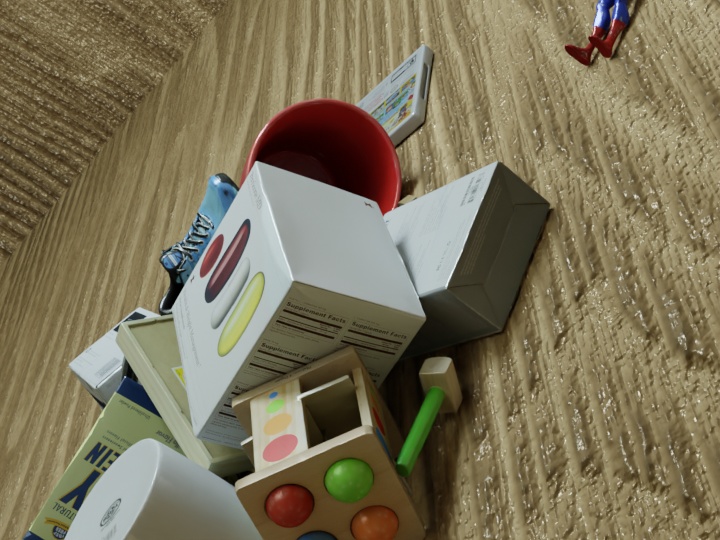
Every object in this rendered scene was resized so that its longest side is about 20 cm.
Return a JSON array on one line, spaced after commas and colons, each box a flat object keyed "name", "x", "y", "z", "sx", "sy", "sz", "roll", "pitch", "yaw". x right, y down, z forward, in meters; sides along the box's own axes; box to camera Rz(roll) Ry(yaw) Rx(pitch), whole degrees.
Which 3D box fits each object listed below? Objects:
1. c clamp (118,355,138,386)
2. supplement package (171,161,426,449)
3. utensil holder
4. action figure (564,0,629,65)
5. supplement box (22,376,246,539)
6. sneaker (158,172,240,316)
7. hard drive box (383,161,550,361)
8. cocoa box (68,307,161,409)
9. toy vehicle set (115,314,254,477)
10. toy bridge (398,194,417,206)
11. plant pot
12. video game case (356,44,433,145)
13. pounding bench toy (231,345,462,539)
[{"name": "c clamp", "x": -0.261, "y": 0.179, "z": 1.551, "sx": 0.171, "sy": 0.027, "sz": 0.201, "roll": 20, "pitch": -104, "yaw": -73}, {"name": "supplement package", "x": -0.068, "y": 0.043, "z": 1.255, "sx": 0.200, "sy": 0.147, "sz": 0.192, "roll": -57, "pitch": 33, "yaw": 27}, {"name": "utensil holder", "x": -0.153, "y": 0.271, "z": 1.187, "sx": 0.170, "sy": 0.200, "sz": 0.170, "roll": -44, "pitch": 22, "yaw": 23}, {"name": "action figure", "x": 0.268, "y": -0.331, "z": 1.394, "sx": 0.065, "sy": 0.099, "sz": 0.200, "roll": -8, "pitch": 47, "yaw": 60}, {"name": "supplement box", "x": -0.231, "y": 0.248, "z": 1.369, "sx": 0.200, "sy": 0.134, "sz": 0.200, "roll": -60, "pitch": -9, "yaw": -15}, {"name": "sneaker", "x": -0.184, "y": -0.017, "z": 1.499, "sx": 0.078, "sy": 0.090, "sz": 0.201, "roll": 44, "pitch": 126, "yaw": 47}, {"name": "hard drive box", "x": 0.078, "y": -0.003, "z": 1.300, "sx": 0.200, "sy": 0.077, "sz": 0.156, "roll": -21, "pitch": 38, "yaw": 54}, {"name": "cocoa box", "x": -0.278, "y": 0.146, "z": 1.703, "sx": 0.133, "sy": 0.131, "sz": 0.200, "roll": -40, "pitch": 18, "yaw": -15}, {"name": "toy vehicle set", "x": -0.151, "y": 0.120, "z": 1.318, "sx": 0.200, "sy": 0.124, "sz": 0.027, "roll": 51, "pitch": 133, "yaw": 33}, {"name": "toy bridge", "x": 0.000, "y": 0.000, "z": 1.459, "sx": 0.200, "sy": 0.067, "sz": 0.027, "roll": -39, "pitch": 19, "yaw": -15}, {"name": "plant pot", "x": -0.066, "y": -0.101, "z": 1.628, "sx": 0.201, "sy": 0.200, "sz": 0.177, "roll": -59, "pitch": 12, "yaw": -14}, {"name": "video game case", "x": 0.022, "y": -0.204, "z": 1.809, "sx": 0.200, "sy": 0.023, "sz": 0.182, "roll": -38, "pitch": 26, "yaw": 32}, {"name": "pounding bench toy", "x": 0.004, "y": 0.160, "z": 1.125, "sx": 0.199, "sy": 0.125, "sz": 0.156, "roll": -24, "pitch": 27, "yaw": 5}]
